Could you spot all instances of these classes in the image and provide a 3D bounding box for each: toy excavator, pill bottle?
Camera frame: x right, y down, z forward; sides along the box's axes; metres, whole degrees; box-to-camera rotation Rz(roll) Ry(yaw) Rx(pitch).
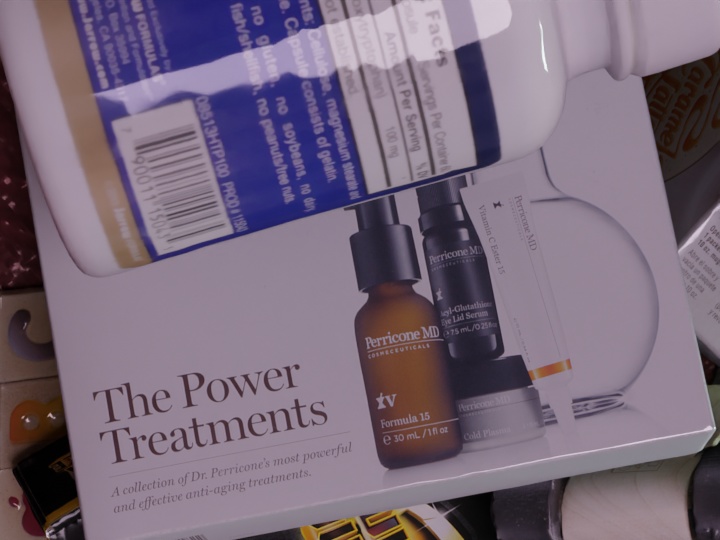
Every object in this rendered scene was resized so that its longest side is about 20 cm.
[{"bbox_3d":[0.115,0.153,0.923,0.100,0.194,0.200,-6,108,26],"label":"toy excavator"},{"bbox_3d":[-0.002,-0.080,0.769,0.200,0.120,0.120,-16,119,-2],"label":"pill bottle"}]

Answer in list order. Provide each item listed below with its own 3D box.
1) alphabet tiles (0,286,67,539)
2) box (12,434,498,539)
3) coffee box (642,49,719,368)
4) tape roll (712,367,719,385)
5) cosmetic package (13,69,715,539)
[{"bbox_3d":[-0.035,0.044,0.946,0.200,0.006,0.167,-6,115,-22],"label":"alphabet tiles"},{"bbox_3d":[-0.013,0.110,0.953,0.160,0.049,0.200,-29,125,-7],"label":"box"},{"bbox_3d":[0.162,-0.067,0.925,0.200,0.114,0.080,-48,122,1],"label":"coffee box"},{"bbox_3d":[0.239,0.063,1.047,0.200,0.066,0.201,-10,116,-22],"label":"tape roll"},{"bbox_3d":[0.000,0.000,0.839,0.200,0.052,0.151,-11,77,0],"label":"cosmetic package"}]
